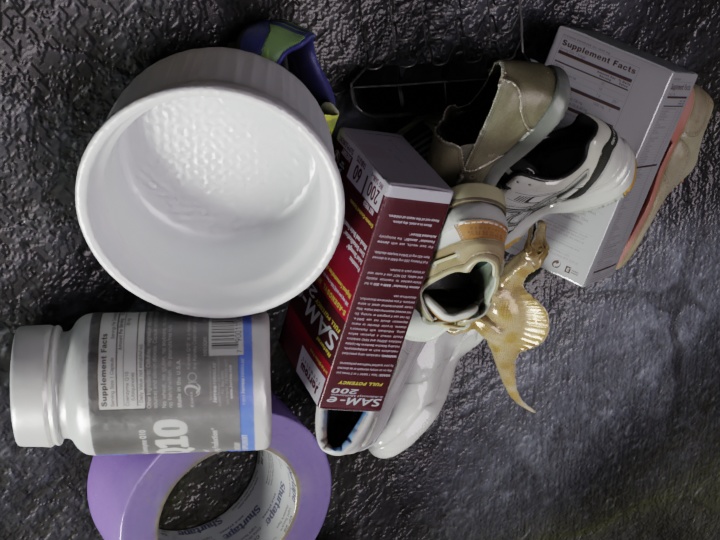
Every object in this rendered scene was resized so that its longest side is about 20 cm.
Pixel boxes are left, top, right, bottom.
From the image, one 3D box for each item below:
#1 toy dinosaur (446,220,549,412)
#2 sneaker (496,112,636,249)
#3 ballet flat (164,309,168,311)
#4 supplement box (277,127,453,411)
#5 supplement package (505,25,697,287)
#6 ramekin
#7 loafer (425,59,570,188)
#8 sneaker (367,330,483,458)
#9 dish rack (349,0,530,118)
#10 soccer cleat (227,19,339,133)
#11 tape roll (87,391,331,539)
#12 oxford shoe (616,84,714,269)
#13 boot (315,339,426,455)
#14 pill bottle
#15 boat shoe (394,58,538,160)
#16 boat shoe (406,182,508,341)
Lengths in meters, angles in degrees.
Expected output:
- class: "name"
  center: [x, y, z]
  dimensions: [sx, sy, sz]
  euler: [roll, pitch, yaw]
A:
- class: "toy dinosaur"
  center: [0.117, 0.047, 1.343]
  dimensions: [0.058, 0.101, 0.201]
  euler: [-46, 146, -50]
- class: "sneaker"
  center: [0.124, -0.074, 1.272]
  dimensions: [0.199, 0.076, 0.088]
  euler: [-26, 145, 17]
- class: "ballet flat"
  center: [-0.081, -0.003, 1.296]
  dimensions: [0.199, 0.069, 0.071]
  euler: [-1, 96, -35]
- class: "supplement box"
  center: [0.000, 0.000, 1.225]
  dimensions: [0.061, 0.109, 0.201]
  euler: [4, 116, -26]
- class: "supplement package"
  center: [0.201, -0.103, 1.358]
  dimensions: [0.114, 0.109, 0.201]
  euler: [-13, 126, -67]
- class: "ramekin"
  center: [-0.110, -0.072, 1.173]
  dimensions: [0.200, 0.098, 0.201]
  euler: [1, 123, 1]
- class: "loafer"
  center: [0.080, -0.099, 1.222]
  dimensions: [0.069, 0.075, 0.200]
  euler: [25, 123, -27]
- class: "sneaker"
  center: [0.048, 0.073, 1.412]
  dimensions: [0.088, 0.075, 0.200]
  euler: [35, 86, -27]
- class: "dish rack"
  center: [0.059, -0.226, 1.227]
  dimensions: [0.153, 0.055, 0.201]
  euler: [-3, 121, 9]
- class: "soccer cleat"
  center: [-0.051, -0.104, 1.234]
  dimensions: [0.065, 0.083, 0.201]
  euler: [-43, 131, -44]
- class: "tape roll"
  center: [-0.132, 0.193, 1.344]
  dimensions: [0.199, 0.085, 0.201]
  euler: [-13, 119, -25]
- class: "oxford shoe"
  center: [0.282, -0.085, 1.466]
  dimensions: [0.074, 0.071, 0.201]
  euler: [16, 105, -38]
- class: "boot"
  center: [0.016, 0.069, 1.339]
  dimensions: [0.073, 0.096, 0.201]
  euler: [18, 94, 9]
- class: "pill bottle"
  center: [-0.170, 0.089, 1.215]
  dimensions: [0.199, 0.114, 0.114]
  euler: [-2, 117, -3]
- class: "boat shoe"
  center: [0.076, -0.110, 1.298]
  dimensions: [0.200, 0.072, 0.062]
  euler: [-37, 167, 7]
- class: "boat shoe"
  center: [0.066, 0.012, 1.233]
  dimensions: [0.074, 0.069, 0.200]
  euler: [3, 148, -11]
